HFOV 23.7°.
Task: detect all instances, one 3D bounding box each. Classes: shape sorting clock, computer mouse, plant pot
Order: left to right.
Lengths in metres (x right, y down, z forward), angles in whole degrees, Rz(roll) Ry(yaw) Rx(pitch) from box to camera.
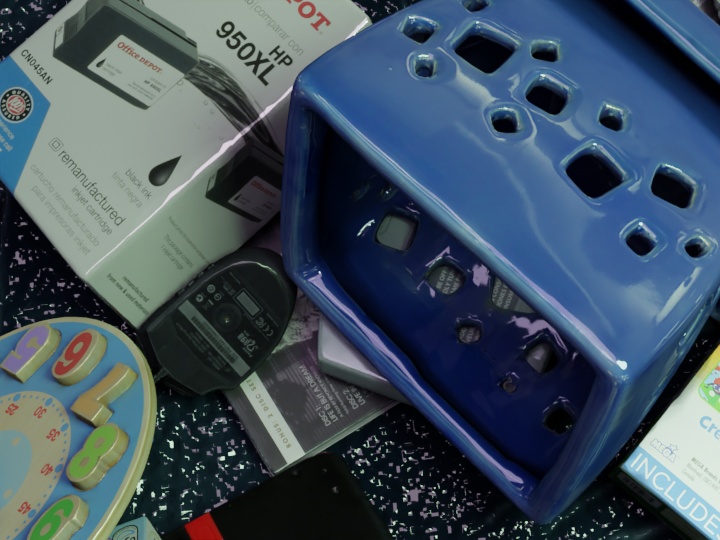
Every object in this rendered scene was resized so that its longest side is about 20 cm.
[{"bbox_3d":[-0.188,0.103,0.857,0.199,0.039,0.201,-22,44,23],"label":"shape sorting clock"},{"bbox_3d":[-0.114,0.060,0.913,0.200,0.034,0.059,-39,102,2],"label":"computer mouse"},{"bbox_3d":[0.092,-0.031,0.808,0.180,0.200,0.200,-40,73,-19],"label":"plant pot"}]

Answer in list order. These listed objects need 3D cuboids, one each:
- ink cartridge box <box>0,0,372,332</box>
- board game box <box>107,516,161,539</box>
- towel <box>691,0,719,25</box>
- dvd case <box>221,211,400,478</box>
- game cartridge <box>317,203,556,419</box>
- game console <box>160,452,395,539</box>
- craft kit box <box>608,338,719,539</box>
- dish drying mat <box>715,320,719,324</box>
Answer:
[{"bbox_3d":[-0.097,-0.092,0.926,0.200,0.084,0.145,-42,62,-4],"label":"ink cartridge box"},{"bbox_3d":[-0.185,0.205,0.813,0.199,0.034,0.135,-21,36,8],"label":"board game box"},{"bbox_3d":[0.258,-0.143,0.895,0.199,0.086,0.166,-26,94,-18],"label":"towel"},{"bbox_3d":[0.000,0.000,0.946,0.199,0.016,0.149,-31,72,-9],"label":"dvd case"},{"bbox_3d":[0.057,-0.021,0.924,0.132,0.041,0.201,21,72,6],"label":"game cartridge"},{"bbox_3d":[-0.047,0.195,0.833,0.176,0.031,0.200,-26,46,-10],"label":"game console"},{"bbox_3d":[0.263,0.091,0.870,0.200,0.049,0.198,40,80,9],"label":"craft kit box"},{"bbox_3d":[0.276,-0.028,0.937,0.200,0.018,0.077,-44,72,-12],"label":"dish drying mat"}]
